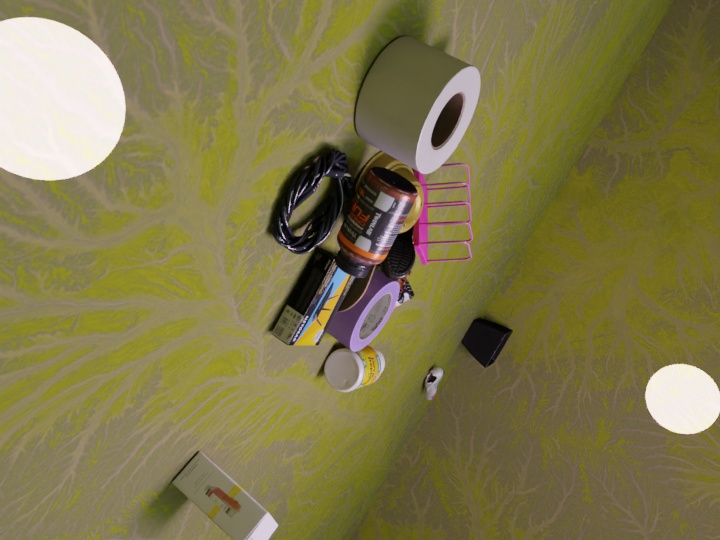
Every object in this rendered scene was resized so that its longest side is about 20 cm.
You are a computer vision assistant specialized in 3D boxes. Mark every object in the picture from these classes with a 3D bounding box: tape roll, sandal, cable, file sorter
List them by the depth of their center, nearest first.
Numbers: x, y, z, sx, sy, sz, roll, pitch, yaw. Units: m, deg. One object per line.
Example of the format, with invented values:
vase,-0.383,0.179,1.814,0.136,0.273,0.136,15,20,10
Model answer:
cable,-0.077,-0.118,1.064,0.200,0.051,0.164,-44,155,-29
tape roll,0.103,-0.294,1.090,0.203,0.139,0.204,-46,157,-26
sandal,0.005,0.003,1.377,0.213,0.077,0.070,-64,158,0
file sorter,0.194,-0.132,1.411,0.139,0.124,0.202,51,39,-68
tape roll,0.005,0.091,1.489,0.200,0.085,0.201,-46,157,-26

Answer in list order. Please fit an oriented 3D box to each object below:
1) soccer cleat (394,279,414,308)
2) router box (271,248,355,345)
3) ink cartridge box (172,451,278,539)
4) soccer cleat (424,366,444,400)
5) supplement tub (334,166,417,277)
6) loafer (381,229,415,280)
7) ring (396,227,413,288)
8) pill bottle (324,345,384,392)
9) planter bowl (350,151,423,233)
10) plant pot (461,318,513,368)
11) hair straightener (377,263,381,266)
soccer cleat,0.096,0.068,1.702,0.073,0.069,0.200,-29,179,20
router box,-0.089,0.060,1.279,0.201,0.051,0.149,-61,159,6
ink cartridge box,-0.276,0.487,1.265,0.083,0.199,0.146,-47,157,-23
soccer cleat,0.322,0.527,2.824,0.086,0.070,0.202,-13,132,-39
supplement tub,0.022,-0.086,1.155,0.107,0.107,0.201,-17,138,-59
loafer,0.082,-0.048,1.388,0.072,0.072,0.201,121,-16,-45
ring,0.126,-0.050,1.550,0.200,0.019,0.203,14,90,-78
pill bottle,-0.008,0.262,1.657,0.114,0.112,0.200,-61,158,10
planter bowl,0.073,-0.140,1.255,0.200,0.083,0.202,-33,135,-40
plant pot,0.631,0.348,3.077,0.201,0.177,0.199,-61,159,13
hair straightener,0.081,-0.029,1.543,0.077,0.041,0.201,-33,148,-47
